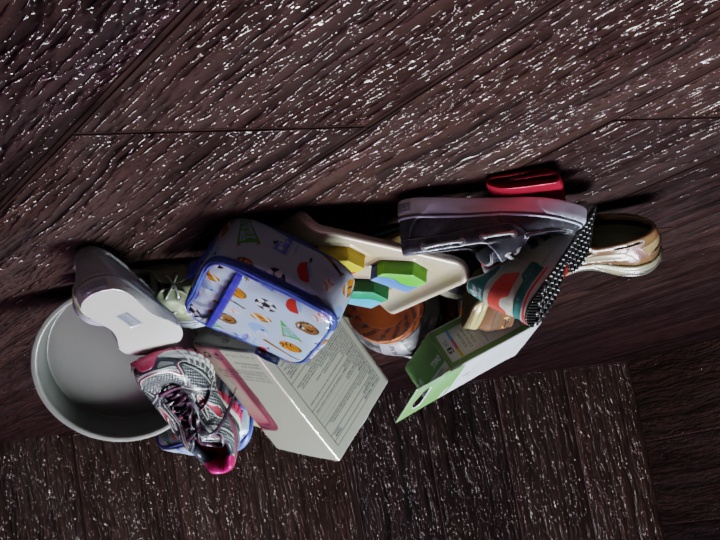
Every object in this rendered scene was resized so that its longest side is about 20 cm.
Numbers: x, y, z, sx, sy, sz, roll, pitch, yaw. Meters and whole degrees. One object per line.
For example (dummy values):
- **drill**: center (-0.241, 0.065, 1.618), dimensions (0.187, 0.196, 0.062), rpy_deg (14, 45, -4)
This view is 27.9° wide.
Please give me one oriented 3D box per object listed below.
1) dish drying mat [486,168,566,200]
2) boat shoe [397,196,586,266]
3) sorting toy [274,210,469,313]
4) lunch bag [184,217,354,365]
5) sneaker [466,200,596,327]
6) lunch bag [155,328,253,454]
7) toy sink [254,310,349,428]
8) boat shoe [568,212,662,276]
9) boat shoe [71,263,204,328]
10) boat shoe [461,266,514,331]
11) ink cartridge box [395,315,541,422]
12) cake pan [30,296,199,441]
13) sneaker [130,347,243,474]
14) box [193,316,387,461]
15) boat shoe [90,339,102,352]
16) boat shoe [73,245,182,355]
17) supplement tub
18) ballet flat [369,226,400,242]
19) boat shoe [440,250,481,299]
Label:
- **dish drying mat**: center (0.176, -0.079, 1.524), dimensions (0.077, 0.018, 0.200), rpy_deg (-9, 172, 8)
- **boat shoe**: center (0.136, -0.038, 1.475), dimensions (0.200, 0.068, 0.072), rpy_deg (0, 172, -18)
- **sorting toy**: center (-0.012, 0.001, 1.541), dimensions (0.200, 0.036, 0.185), rpy_deg (17, 159, -23)
- **lunch bag**: center (-0.101, 0.024, 1.495), dimensions (0.160, 0.076, 0.200), rpy_deg (25, 155, -8)
- **sneaker**: center (0.182, -0.023, 1.545), dimensions (0.093, 0.070, 0.200), rpy_deg (20, -136, 20)
- **lunch bag**: center (-0.193, 0.147, 1.893), dimensions (0.076, 0.200, 0.160), rpy_deg (19, 156, -38)
- **toy sink**: center (-0.089, 0.105, 1.941), dimensions (0.112, 0.200, 0.130), rpy_deg (24, 153, -31)
- **boat shoe**: center (0.256, -0.039, 1.715), dimensions (0.200, 0.076, 0.074), rpy_deg (-2, 144, 7)
- **boat shoe**: center (-0.218, 0.028, 1.593), dimensions (0.200, 0.072, 0.062), rpy_deg (-8, 167, -3)
- **boat shoe**: center (0.175, 0.008, 1.687), dimensions (0.068, 0.072, 0.200), rpy_deg (11, 147, -9)
- **ink cartridge box**: center (0.119, 0.103, 1.799), dimensions (0.200, 0.059, 0.104), rpy_deg (-27, 163, -26)
- **cake pan**: center (-0.279, 0.103, 1.681), dimensions (0.200, 0.200, 0.037), rpy_deg (-10, -157, -1)
- **sneaker**: center (-0.186, 0.153, 1.622), dimensions (0.081, 0.075, 0.200), rpy_deg (-19, 139, 17)
- **box**: center (-0.079, 0.107, 1.689), dimensions (0.109, 0.128, 0.200), rpy_deg (4, 139, 41)
- **boat shoe**: center (-0.268, 0.070, 1.790), dimensions (0.066, 0.072, 0.201), rpy_deg (-34, 166, 15)
- **boat shoe**: center (-0.245, 0.032, 1.507), dimensions (0.072, 0.069, 0.200), rpy_deg (-24, 155, 11)
- **supplement tub**: center (0.057, 0.050, 1.856), dimensions (0.122, 0.123, 0.200), rpy_deg (-13, 171, 17)
- **ballet flat**: center (0.000, 0.000, 1.672), dimensions (0.200, 0.063, 0.069), rpy_deg (-19, 169, 43)
- **boat shoe**: center (0.157, -0.006, 1.805), dimensions (0.200, 0.072, 0.065), rpy_deg (4, 149, -43)
